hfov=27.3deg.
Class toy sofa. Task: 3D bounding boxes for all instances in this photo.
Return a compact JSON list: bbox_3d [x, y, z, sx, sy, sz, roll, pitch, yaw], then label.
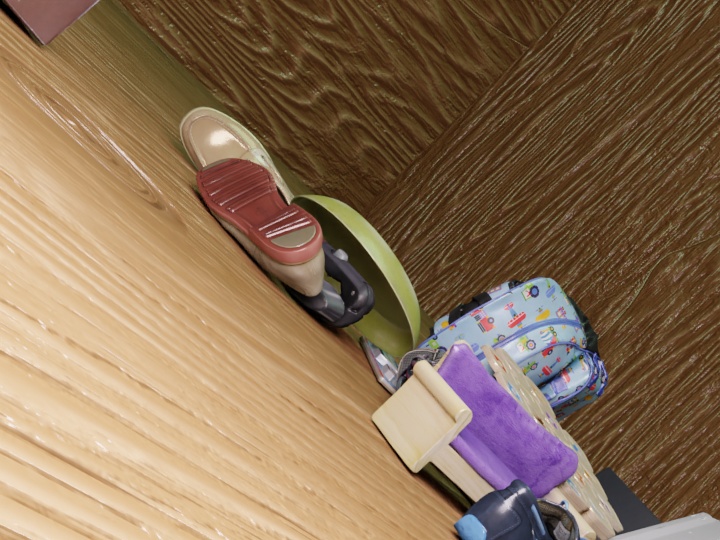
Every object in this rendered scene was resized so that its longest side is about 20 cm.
[{"bbox_3d":[0.111,0.153,1.186,0.200,0.098,0.083,45,3,-34],"label":"toy sofa"}]

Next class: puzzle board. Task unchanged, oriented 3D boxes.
[{"bbox_3d":[0.064,0.139,1.552,0.151,0.017,0.200,46,2,-10],"label":"puzzle board"}]

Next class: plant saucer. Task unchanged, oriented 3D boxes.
[{"bbox_3d":[0.000,0.000,1.508,0.200,0.031,0.200,46,-19,21],"label":"plant saucer"}]

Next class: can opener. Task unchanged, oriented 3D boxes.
[{"bbox_3d":[-0.050,-0.009,1.478,0.079,0.063,0.200,43,4,-42],"label":"can opener"}]

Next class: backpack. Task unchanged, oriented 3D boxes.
[{"bbox_3d":[0.154,0.092,1.531,0.135,0.182,0.200,63,8,18],"label":"backpack"}]

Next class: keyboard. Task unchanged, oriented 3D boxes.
[{"bbox_3d":[0.260,0.254,1.357,0.056,0.199,0.011,26,-60,57],"label":"keyboard"}]

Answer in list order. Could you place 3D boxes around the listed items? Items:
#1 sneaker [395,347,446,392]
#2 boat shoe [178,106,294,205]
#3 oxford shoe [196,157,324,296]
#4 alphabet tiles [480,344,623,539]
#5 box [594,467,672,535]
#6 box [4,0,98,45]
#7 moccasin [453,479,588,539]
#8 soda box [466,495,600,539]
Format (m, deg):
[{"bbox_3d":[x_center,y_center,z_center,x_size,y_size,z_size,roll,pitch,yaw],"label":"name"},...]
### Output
[{"bbox_3d":[0.065,0.107,1.360,0.075,0.081,0.200,43,4,-14],"label":"sneaker"},{"bbox_3d":[-0.121,-0.096,1.622,0.200,0.072,0.065,51,0,-13],"label":"boat shoe"},{"bbox_3d":[-0.098,-0.041,1.401,0.200,0.070,0.075,47,-24,47],"label":"oxford shoe"},{"bbox_3d":[0.176,0.158,1.374,0.196,0.015,0.200,47,13,-37],"label":"alphabet tiles"},{"bbox_3d":[0.282,0.305,1.496,0.142,0.079,0.200,63,-3,-15],"label":"box"},{"bbox_3d":[-0.322,-0.302,1.288,0.200,0.075,0.100,55,-5,-39],"label":"box"},{"bbox_3d":[0.138,0.207,1.098,0.080,0.068,0.200,47,3,28],"label":"moccasin"},{"bbox_3d":[0.159,0.216,1.360,0.068,0.064,0.200,48,3,40],"label":"soda box"}]
